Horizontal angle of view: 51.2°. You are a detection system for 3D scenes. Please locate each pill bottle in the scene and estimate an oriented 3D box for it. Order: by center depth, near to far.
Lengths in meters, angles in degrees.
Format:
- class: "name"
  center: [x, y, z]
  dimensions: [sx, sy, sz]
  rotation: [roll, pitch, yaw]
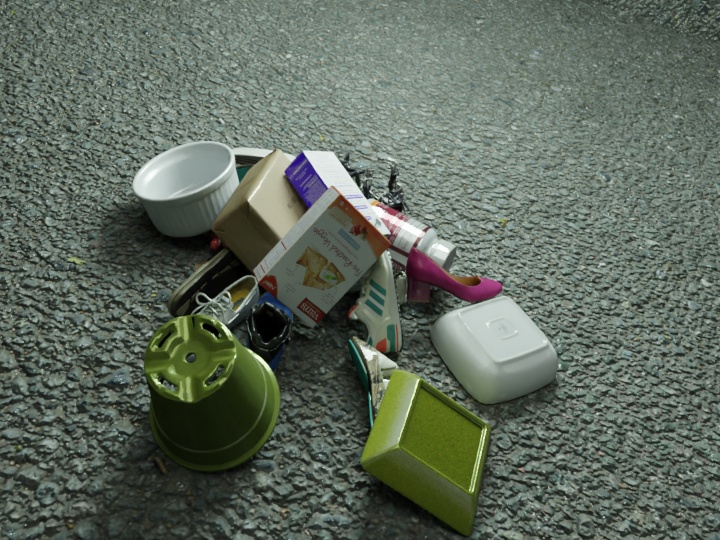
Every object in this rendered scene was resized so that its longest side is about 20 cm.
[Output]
- class: "pill bottle"
  center: [0.080, -0.048, 1.463]
  dimensions: [0.198, 0.115, 0.114]
  rotation: [28, 43, 15]

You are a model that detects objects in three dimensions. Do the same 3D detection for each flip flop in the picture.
- class: "flip flop"
  center: [-0.274, 0.012, 1.332]
  dimensions: [0.057, 0.082, 0.200]
  rotation: [20, 45, 29]

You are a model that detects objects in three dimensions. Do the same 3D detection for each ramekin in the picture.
- class: "ramekin"
  center: [-0.323, -0.153, 1.432]
  dimensions: [0.198, 0.099, 0.202]
  rotation: [-9, 38, 7]

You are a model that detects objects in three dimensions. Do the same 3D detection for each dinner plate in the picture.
- class: "dinner plate"
  center: [-0.201, -0.233, 1.560]
  dimensions: [0.197, 0.025, 0.200]
  rotation: [7, 2, 0]

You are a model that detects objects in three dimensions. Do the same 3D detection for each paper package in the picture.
- class: "paper package"
  center: [-0.150, -0.089, 1.384]
  dimensions: [0.191, 0.103, 0.201]
  rotation: [48, 33, -20]

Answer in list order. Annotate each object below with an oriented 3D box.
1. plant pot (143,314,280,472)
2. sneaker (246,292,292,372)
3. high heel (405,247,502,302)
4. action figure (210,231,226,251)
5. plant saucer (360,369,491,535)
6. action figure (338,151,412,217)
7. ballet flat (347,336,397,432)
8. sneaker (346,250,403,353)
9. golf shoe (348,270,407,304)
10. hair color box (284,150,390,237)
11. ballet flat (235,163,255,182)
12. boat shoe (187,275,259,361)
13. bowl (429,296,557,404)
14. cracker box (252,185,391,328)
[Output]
- class: "plant pot"
  center: [-0.219, 0.155, 1.048]
  dimensions: [0.197, 0.191, 0.202]
  rotation: [0, 60, 0]
- class: "sneaker"
  center: [-0.147, 0.081, 1.252]
  dimensions: [0.076, 0.112, 0.201]
  rotation: [17, 41, -4]
- class: "high heel"
  center: [0.176, 0.005, 1.369]
  dimensions: [0.197, 0.098, 0.067]
  rotation: [-3, 17, -24]
- class: "action figure"
  center: [-0.241, -0.099, 1.479]
  dimensions: [0.065, 0.052, 0.201]
  rotation: [25, 44, 6]
- class: "plant saucer"
  center: [0.116, 0.260, 1.136]
  dimensions: [0.199, 0.048, 0.201]
  rotation: [34, 41, -7]
- class: "action figure"
  center: [0.032, -0.187, 1.614]
  dimensions: [0.198, 0.103, 0.119]
  rotation: [29, 31, 18]
- class: "ballet flat"
  center: [0.034, 0.190, 1.220]
  dimensions: [0.074, 0.068, 0.202]
  rotation: [-10, 50, -7]
- class: "sneaker"
  center: [0.018, 0.049, 1.312]
  dimensions: [0.092, 0.070, 0.203]
  rotation: [-9, 88, -2]
- class: "golf shoe"
  center: [0.000, 0.000, 1.401]
  dimensions: [0.198, 0.098, 0.079]
  rotation: [22, 43, 10]
- class: "hair color box"
  center: [-0.042, -0.124, 1.381]
  dimensions: [0.201, 0.065, 0.109]
  rotation: [54, 27, 13]
- class: "ballet flat"
  center: [-0.183, -0.191, 1.591]
  dimensions: [0.197, 0.070, 0.070]
  rotation: [6, 42, -13]
- class: "boat shoe"
  center: [-0.238, 0.068, 1.263]
  dimensions: [0.074, 0.087, 0.202]
  rotation: [32, 43, 19]
- class: "bowl"
  center: [0.246, 0.129, 1.348]
  dimensions: [0.198, 0.075, 0.201]
  rotation: [-14, 50, -28]
- class: "cracker box"
  center: [-0.064, -0.021, 1.258]
  dimensions: [0.134, 0.200, 0.058]
  rotation: [41, 5, -29]
